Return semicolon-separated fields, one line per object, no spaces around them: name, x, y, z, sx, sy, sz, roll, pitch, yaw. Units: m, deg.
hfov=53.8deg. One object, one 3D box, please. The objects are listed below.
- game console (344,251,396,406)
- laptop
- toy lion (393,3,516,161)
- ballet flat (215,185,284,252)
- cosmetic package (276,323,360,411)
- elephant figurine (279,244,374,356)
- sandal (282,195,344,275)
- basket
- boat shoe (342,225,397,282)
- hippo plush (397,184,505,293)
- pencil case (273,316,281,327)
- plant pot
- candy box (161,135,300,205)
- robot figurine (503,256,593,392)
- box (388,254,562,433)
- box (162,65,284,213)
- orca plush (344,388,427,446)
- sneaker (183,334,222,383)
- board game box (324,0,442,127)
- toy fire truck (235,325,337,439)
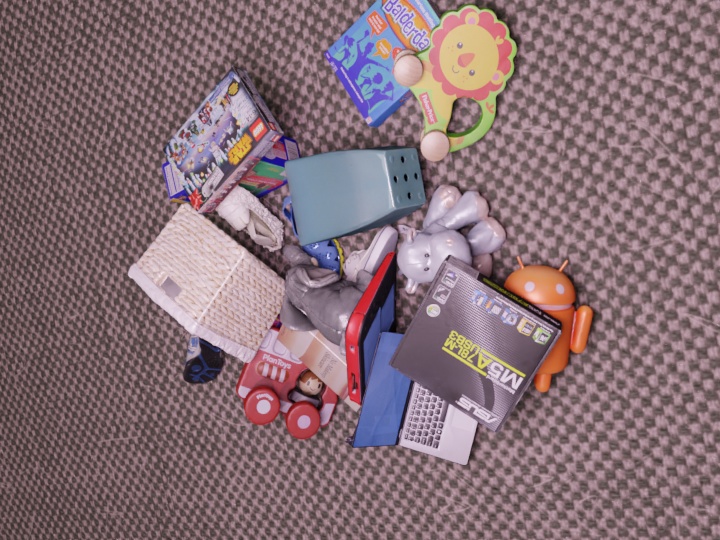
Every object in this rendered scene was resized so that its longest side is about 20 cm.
game console;0.024;0.098;1.132;0.030;0.178;0.203;17;137;18
laptop;0.107;0.213;1.160;0.195;0.116;0.192;15;92;6
toy lion;0.157;-0.299;1.111;0.187;0.069;0.204;-19;112;13
ballet flat;-0.200;-0.093;1.278;0.070;0.199;0.074;-15;61;28
cosmetic package;-0.044;0.139;1.261;0.199;0.087;0.104;40;141;8
elephant figurine;-0.075;0.042;1.181;0.196;0.155;0.144;24;81;7
sandal;-0.093;-0.065;1.288;0.078;0.087;0.205;-21;90;26
basket;-0.252;0.023;1.237;0.197;0.200;0.162;34;84;31
boat shoe;0.000;0.000;1.261;0.069;0.071;0.203;34;120;18
hippo plush;0.122;-0.052;1.133;0.195;0.160;0.164;5;101;26
pencil case;-0.238;0.064;1.386;0.200;0.088;0.089;46;115;14
plant pot;0.000;-0.134;1.170;0.197;0.140;0.145;-9;95;43
candy box;-0.231;-0.182;1.291;0.197;0.168;0.079;-21;76;29
robot figurine;0.270;0.081;1.102;0.142;0.115;0.206;17;107;47
box;0.167;0.110;1.055;0.197;0.047;0.196;31;112;7
box;-0.230;-0.212;1.170;0.199;0.040;0.138;-42;71;23
orca plush;0.056;0.245;1.288;0.104;0.072;0.201;25;123;-26
sneaker;-0.316;0.153;1.459;0.202;0.074;0.078;-61;32;31
board game box;0.053;-0.365;1.185;0.199;0.045;0.154;-37;81;26
toy fire truck;-0.129;0.204;1.322;0.196;0.112;0.172;21;91;-14
